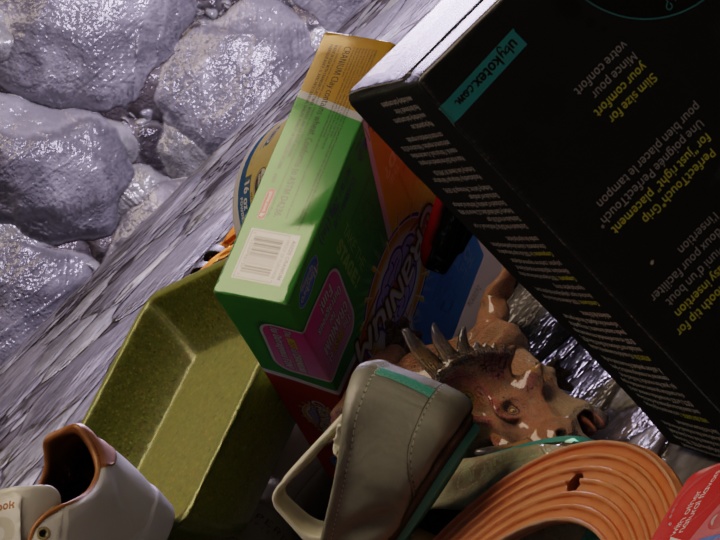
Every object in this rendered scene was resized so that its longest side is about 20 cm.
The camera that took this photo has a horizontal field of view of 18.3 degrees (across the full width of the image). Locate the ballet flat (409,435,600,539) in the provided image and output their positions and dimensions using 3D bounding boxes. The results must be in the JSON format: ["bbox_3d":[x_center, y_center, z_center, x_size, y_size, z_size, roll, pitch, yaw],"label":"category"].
[{"bbox_3d":[0.043,0.110,0.939,0.200,0.067,0.062,-26,34,62],"label":"ballet flat"}]

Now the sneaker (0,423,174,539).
[{"bbox_3d":[-0.154,0.152,1.001,0.073,0.085,0.200,-20,31,30],"label":"sneaker"}]

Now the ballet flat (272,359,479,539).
[{"bbox_3d":[-0.013,0.119,0.921,0.200,0.064,0.067,-66,-8,30],"label":"ballet flat"}]

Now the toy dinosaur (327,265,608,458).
[{"bbox_3d":[0.032,0.062,1.039,0.200,0.086,0.136,-32,6,42],"label":"toy dinosaur"}]

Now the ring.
[{"bbox_3d":[0.049,0.149,0.794,0.200,0.019,0.201,-44,22,23],"label":"ring"}]

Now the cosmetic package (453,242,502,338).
[{"bbox_3d":[-0.012,0.040,1.351,0.200,0.085,0.108,-34,14,47],"label":"cosmetic package"}]

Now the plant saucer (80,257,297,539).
[{"bbox_3d":[-0.088,0.081,1.195,0.200,0.048,0.200,-23,35,51],"label":"plant saucer"}]

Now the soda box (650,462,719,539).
[{"bbox_3d":[0.093,0.139,0.635,0.070,0.063,0.200,-30,18,53],"label":"soda box"}]

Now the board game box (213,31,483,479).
[{"bbox_3d":[0.000,0.000,1.134,0.040,0.200,0.153,11,64,23],"label":"board game box"}]

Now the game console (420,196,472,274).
[{"bbox_3d":[0.123,-0.084,1.128,0.200,0.118,0.173,-53,-17,-67],"label":"game console"}]

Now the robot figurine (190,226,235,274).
[{"bbox_3d":[-0.083,-0.019,1.922,0.200,0.058,0.145,-36,14,41],"label":"robot figurine"}]

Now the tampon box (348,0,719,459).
[{"bbox_3d":[0.124,-0.048,0.854,0.150,0.200,0.126,-45,10,-7],"label":"tampon box"}]

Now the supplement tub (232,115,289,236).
[{"bbox_3d":[0.015,-0.056,1.454,0.145,0.145,0.200,-50,11,-26],"label":"supplement tub"}]

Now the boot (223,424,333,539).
[{"bbox_3d":[-0.069,0.124,1.276,0.156,0.073,0.200,-51,14,-26],"label":"boot"}]
